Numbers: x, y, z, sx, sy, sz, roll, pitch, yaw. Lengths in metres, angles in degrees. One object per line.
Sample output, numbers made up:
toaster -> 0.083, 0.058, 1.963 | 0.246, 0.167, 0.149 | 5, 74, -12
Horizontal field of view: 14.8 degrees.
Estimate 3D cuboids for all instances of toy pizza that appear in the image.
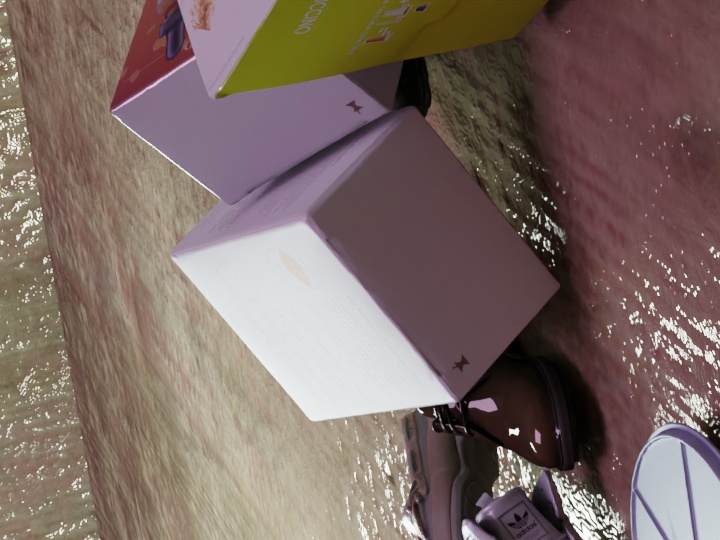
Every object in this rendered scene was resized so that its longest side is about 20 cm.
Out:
toy pizza -> 0.202, 0.180, 1.525 | 0.200, 0.032, 0.201 | 167, 90, -75

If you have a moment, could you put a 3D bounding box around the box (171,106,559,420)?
box -> 0.000, 0.000, 1.743 | 0.152, 0.106, 0.200 | 51, 154, -14

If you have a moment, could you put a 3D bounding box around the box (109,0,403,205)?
box -> -0.050, -0.169, 1.719 | 0.152, 0.106, 0.200 | -29, 35, 39

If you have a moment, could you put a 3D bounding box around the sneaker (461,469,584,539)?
sneaker -> 0.120, 0.192, 1.704 | 0.115, 0.075, 0.200 | 60, 170, -6

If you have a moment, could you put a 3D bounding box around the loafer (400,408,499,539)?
loafer -> 0.056, 0.156, 1.845 | 0.200, 0.063, 0.072 | -85, -29, -54

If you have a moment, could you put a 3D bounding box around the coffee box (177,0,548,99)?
coffee box -> 0.003, -0.233, 1.526 | 0.200, 0.200, 0.198 | 133, 122, -65

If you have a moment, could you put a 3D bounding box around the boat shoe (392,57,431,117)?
boat shoe -> 0.014, -0.149, 1.867 | 0.066, 0.072, 0.201 | -52, 33, 34

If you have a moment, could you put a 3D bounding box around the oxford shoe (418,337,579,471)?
oxford shoe -> 0.082, 0.089, 1.783 | 0.200, 0.084, 0.073 | -148, 48, -67
